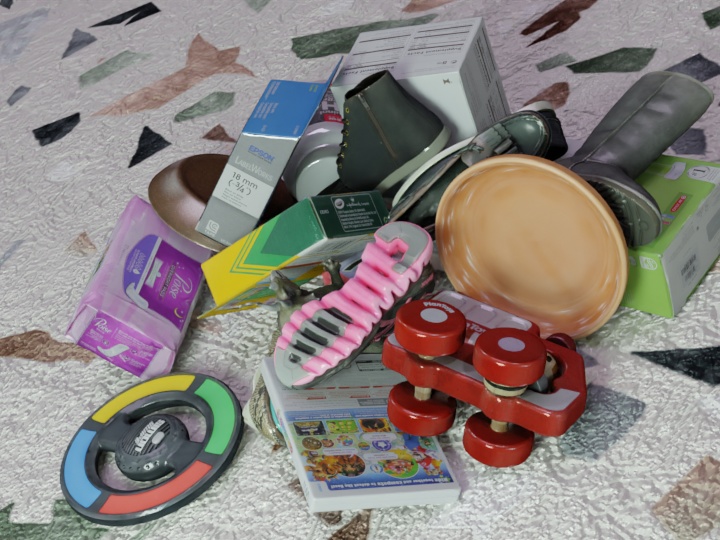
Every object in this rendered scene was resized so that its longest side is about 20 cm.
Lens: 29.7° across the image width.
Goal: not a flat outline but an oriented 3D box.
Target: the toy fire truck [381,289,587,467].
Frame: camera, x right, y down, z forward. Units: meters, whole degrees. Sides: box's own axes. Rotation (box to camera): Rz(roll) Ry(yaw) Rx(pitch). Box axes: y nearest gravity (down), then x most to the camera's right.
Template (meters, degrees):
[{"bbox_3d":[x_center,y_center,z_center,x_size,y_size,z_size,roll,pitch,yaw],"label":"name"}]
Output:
[{"bbox_3d":[0.124,0.084,1.272,0.198,0.114,0.168,19,32,27],"label":"toy fire truck"}]

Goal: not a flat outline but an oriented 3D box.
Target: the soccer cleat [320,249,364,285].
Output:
[{"bbox_3d":[0.000,0.000,1.489,0.199,0.067,0.077,30,80,45],"label":"soccer cleat"}]

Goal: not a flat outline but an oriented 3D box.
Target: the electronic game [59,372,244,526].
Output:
[{"bbox_3d":[-0.212,0.178,1.376,0.197,0.042,0.201,-14,36,10],"label":"electronic game"}]

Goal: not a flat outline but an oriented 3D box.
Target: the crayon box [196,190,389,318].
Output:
[{"bbox_3d":[-0.077,-0.018,1.433,0.199,0.052,0.125,-31,-12,34],"label":"crayon box"}]

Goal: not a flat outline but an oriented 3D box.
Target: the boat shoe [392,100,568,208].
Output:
[{"bbox_3d":[0.129,-0.098,1.421,0.198,0.075,0.067,-29,63,0],"label":"boat shoe"}]

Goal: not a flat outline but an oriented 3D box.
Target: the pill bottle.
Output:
[{"bbox_3d":[-0.041,-0.141,1.625,0.109,0.112,0.201,-17,30,5],"label":"pill bottle"}]

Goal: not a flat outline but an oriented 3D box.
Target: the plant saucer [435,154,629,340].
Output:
[{"bbox_3d":[0.167,-0.024,1.313,0.198,0.202,0.037,4,32,31],"label":"plant saucer"}]

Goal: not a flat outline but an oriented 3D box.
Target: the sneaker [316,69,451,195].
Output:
[{"bbox_3d":[-0.004,-0.134,1.467,0.199,0.106,0.075,-34,17,34],"label":"sneaker"}]

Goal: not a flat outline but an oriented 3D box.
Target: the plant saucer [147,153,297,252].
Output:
[{"bbox_3d":[-0.149,-0.085,1.596,0.198,0.037,0.201,16,29,-9],"label":"plant saucer"}]

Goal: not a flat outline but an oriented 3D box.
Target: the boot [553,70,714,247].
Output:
[{"bbox_3d":[0.283,-0.116,1.345,0.199,0.073,0.181,-32,38,-24],"label":"boot"}]

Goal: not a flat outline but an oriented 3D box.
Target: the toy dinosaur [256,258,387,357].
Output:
[{"bbox_3d":[-0.012,0.054,1.390,0.198,0.077,0.103,26,46,-8],"label":"toy dinosaur"}]

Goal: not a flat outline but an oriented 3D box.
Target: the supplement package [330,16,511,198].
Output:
[{"bbox_3d":[0.080,-0.162,1.527,0.154,0.202,0.111,-3,39,26],"label":"supplement package"}]

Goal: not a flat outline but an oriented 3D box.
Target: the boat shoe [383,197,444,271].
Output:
[{"bbox_3d":[0.085,-0.045,1.491,0.068,0.073,0.199,-21,19,-36],"label":"boat shoe"}]

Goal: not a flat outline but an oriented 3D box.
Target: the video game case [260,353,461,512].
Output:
[{"bbox_3d":[-0.004,0.146,1.271,0.141,0.018,0.201,0,34,-20],"label":"video game case"}]

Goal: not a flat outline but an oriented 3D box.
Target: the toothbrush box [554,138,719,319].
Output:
[{"bbox_3d":[0.262,-0.048,1.388,0.198,0.087,0.146,16,50,39],"label":"toothbrush box"}]

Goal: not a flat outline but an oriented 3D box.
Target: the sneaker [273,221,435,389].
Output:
[{"bbox_3d":[0.003,0.049,1.313,0.200,0.096,0.079,-43,57,-12],"label":"sneaker"}]

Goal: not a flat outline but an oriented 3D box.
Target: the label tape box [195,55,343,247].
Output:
[{"bbox_3d":[-0.099,-0.139,1.472,0.063,0.201,0.145,27,31,-5],"label":"label tape box"}]

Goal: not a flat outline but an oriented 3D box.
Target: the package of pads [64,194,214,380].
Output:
[{"bbox_3d":[-0.242,0.019,1.526,0.076,0.120,0.201,-49,18,38],"label":"package of pads"}]

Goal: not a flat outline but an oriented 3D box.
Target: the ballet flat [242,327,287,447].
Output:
[{"bbox_3d":[-0.082,0.120,1.377,0.075,0.068,0.201,-30,25,26],"label":"ballet flat"}]

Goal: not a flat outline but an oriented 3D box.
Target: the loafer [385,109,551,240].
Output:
[{"bbox_3d":[0.108,-0.086,1.361,0.199,0.072,0.063,-38,-3,14],"label":"loafer"}]
